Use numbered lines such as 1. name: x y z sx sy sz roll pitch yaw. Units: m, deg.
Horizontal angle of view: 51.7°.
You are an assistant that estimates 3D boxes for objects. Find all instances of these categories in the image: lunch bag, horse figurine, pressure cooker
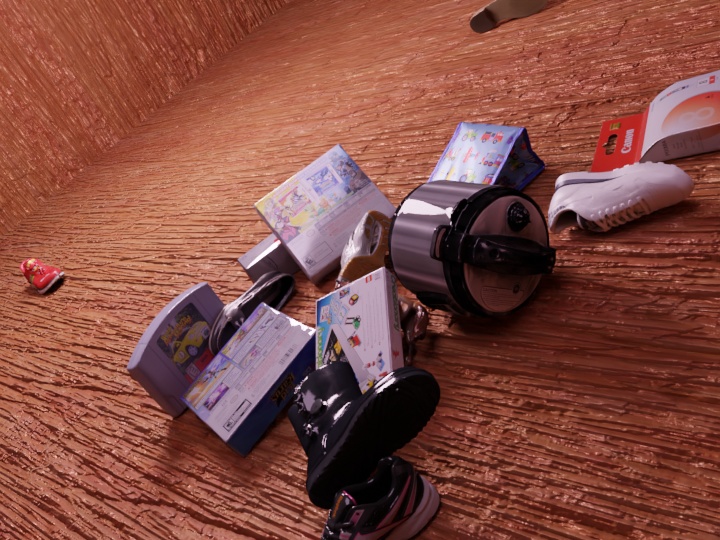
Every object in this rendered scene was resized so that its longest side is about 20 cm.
1. lunch bag: 0.183 -0.143 1.240 0.200 0.094 0.150 -51 36 -14
2. horse figurine: 0.027 0.076 1.059 0.199 0.050 0.133 -3 53 40
3. pressure cooker: 0.152 -0.031 0.990 0.176 0.180 0.199 -41 29 -22

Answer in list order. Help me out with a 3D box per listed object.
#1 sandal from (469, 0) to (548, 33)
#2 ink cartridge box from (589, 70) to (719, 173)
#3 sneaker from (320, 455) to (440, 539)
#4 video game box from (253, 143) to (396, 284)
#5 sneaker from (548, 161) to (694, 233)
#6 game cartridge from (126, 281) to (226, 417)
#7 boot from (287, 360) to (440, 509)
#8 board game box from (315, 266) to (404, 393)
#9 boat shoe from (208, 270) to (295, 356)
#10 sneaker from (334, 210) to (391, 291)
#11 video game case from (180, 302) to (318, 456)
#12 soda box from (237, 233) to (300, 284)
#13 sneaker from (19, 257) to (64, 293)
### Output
1. sandal: 0.371 -0.668 1.857 0.210 0.078 0.070 -15 39 37
2. ink cartridge box: 0.455 -0.228 1.134 0.198 0.050 0.163 -7 37 32
3. sneaker: -0.012 0.272 0.776 0.200 0.087 0.080 -45 30 -21
4. video game box: -0.061 -0.104 1.338 0.199 0.047 0.183 -36 72 -9
5. sneaker: 0.353 -0.092 1.016 0.199 0.076 0.081 -7 48 45
6. game cartridge: -0.287 0.121 1.222 0.041 0.133 0.201 -11 35 44
7. boot: -0.007 0.150 0.858 0.201 0.076 0.168 -51 28 14
8. board game box: -0.004 0.104 1.002 0.126 0.035 0.202 -26 47 28
9. boat shoe: -0.183 0.069 1.273 0.057 0.067 0.200 -8 33 43
10. sneaker: 0.000 0.000 1.217 0.088 0.075 0.201 -44 20 54
11. video game case: -0.160 0.155 1.114 0.200 0.046 0.181 -50 34 -14
12. soda box: -0.127 -0.046 1.392 0.199 0.069 0.063 -37 30 -10
13. sneaker: -0.870 0.007 2.002 0.199 0.085 0.077 3 45 46
